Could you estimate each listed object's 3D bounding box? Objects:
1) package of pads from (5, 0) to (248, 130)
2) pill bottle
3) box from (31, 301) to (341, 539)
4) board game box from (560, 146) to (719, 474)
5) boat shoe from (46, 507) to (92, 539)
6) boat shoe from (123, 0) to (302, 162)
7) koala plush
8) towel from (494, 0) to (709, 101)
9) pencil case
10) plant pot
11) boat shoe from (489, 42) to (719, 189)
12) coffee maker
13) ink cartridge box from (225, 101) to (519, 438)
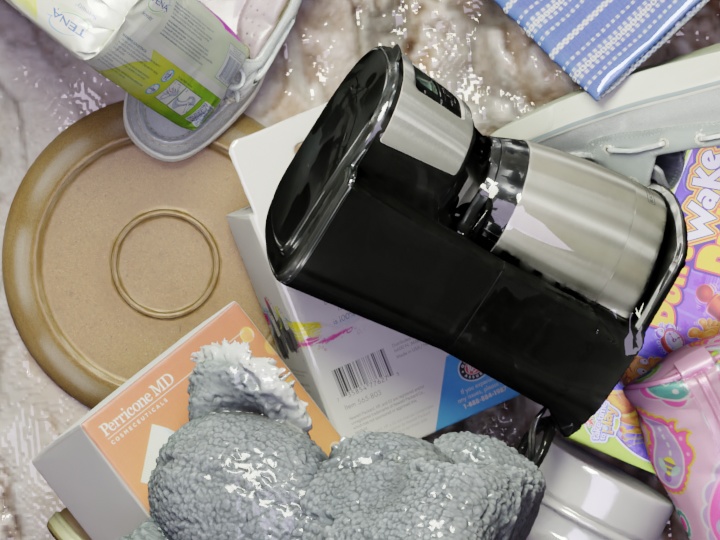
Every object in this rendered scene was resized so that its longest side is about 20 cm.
[{"bbox_3d":[-0.168,-0.174,1.553,0.200,0.154,0.068,40,93,23],"label":"package of pads"},{"bbox_3d":[0.098,0.204,1.628,0.120,0.120,0.200,28,93,-2],"label":"pill bottle"},{"bbox_3d":[-0.069,0.140,1.586,0.124,0.097,0.200,-39,92,-28],"label":"box"},{"bbox_3d":[0.217,0.030,1.653,0.134,0.045,0.200,22,93,-1],"label":"board game box"},{"bbox_3d":[-0.091,0.186,1.654,0.200,0.073,0.063,32,83,-3],"label":"boat shoe"},{"bbox_3d":[-0.071,-0.155,1.624,0.074,0.065,0.202,38,87,4],"label":"boat shoe"},{"bbox_3d":[-0.025,0.134,1.467,0.200,0.184,0.178,25,82,9],"label":"koala plush"},{"bbox_3d":[0.124,-0.209,1.602,0.145,0.024,0.200,-44,61,4],"label":"towel"},{"bbox_3d":[0.224,0.136,1.595,0.087,0.087,0.200,-24,92,2],"label":"pencil case"},{"bbox_3d":[-0.115,-0.004,1.662,0.199,0.027,0.201,0,95,0],"label":"plant pot"},{"bbox_3d":[0.164,-0.079,1.599,0.200,0.070,0.072,-16,95,35],"label":"boat shoe"},{"bbox_3d":[0.051,0.001,1.533,0.200,0.135,0.192,25,85,-15],"label":"coffee maker"},{"bbox_3d":[0.000,0.000,1.623,0.115,0.068,0.200,-23,97,-15],"label":"ink cartridge box"}]
